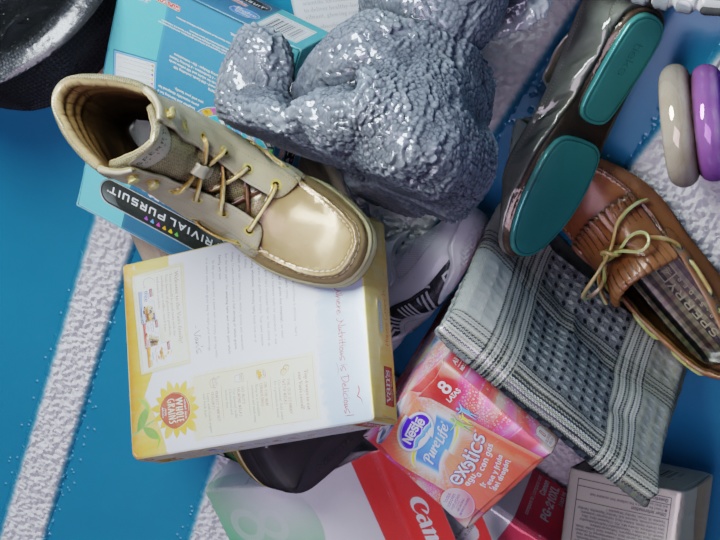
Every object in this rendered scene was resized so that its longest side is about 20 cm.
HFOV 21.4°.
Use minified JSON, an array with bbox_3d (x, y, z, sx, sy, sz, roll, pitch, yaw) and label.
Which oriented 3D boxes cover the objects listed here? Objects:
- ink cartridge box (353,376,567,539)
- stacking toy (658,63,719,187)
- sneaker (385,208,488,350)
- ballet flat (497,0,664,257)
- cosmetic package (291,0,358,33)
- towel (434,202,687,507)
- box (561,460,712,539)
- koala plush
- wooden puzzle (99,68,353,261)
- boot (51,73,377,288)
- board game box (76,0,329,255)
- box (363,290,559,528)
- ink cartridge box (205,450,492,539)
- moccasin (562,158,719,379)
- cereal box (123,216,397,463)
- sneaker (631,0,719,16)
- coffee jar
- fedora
[{"bbox_3d":[0.045,0.190,1.489,0.200,0.084,0.145,34,120,0],"label":"ink cartridge box"},{"bbox_3d":[0.304,-0.108,1.278,0.200,0.085,0.086,-6,112,13],"label":"stacking toy"},{"bbox_3d":[0.000,0.000,1.422,0.115,0.075,0.200,40,122,-5],"label":"sneaker"},{"bbox_3d":[0.141,-0.105,1.314,0.064,0.067,0.200,38,103,45],"label":"ballet flat"},{"bbox_3d":[0.010,-0.189,1.333,0.101,0.071,0.200,-3,113,21],"label":"cosmetic package"},{"bbox_3d":[0.150,0.049,1.326,0.192,0.200,0.035,39,121,-6],"label":"towel"},{"bbox_3d":[0.200,0.247,1.430,0.095,0.078,0.200,11,100,26],"label":"box"},{"bbox_3d":[0.038,-0.148,1.218,0.177,0.184,0.200,28,85,-29],"label":"koala plush"},{"bbox_3d":[-0.114,-0.094,1.426,0.200,0.037,0.185,-24,93,32],"label":"wooden puzzle"},{"bbox_3d":[-0.095,-0.060,1.235,0.200,0.155,0.073,34,93,24],"label":"boot"},{"bbox_3d":[-0.115,-0.106,1.363,0.151,0.047,0.200,28,123,19],"label":"board game box"},{"bbox_3d":[0.093,0.075,1.355,0.103,0.200,0.095,42,121,-2],"label":"box"},{"bbox_3d":[0.001,0.210,1.426,0.200,0.050,0.161,-5,121,32],"label":"ink cartridge box"},{"bbox_3d":[0.198,-0.002,1.352,0.074,0.078,0.201,-36,96,27],"label":"moccasin"},{"bbox_3d":[-0.072,0.050,1.316,0.200,0.040,0.144,-11,75,28],"label":"cereal box"},{"bbox_3d":[0.188,-0.240,1.252,0.200,0.075,0.116,13,115,13],"label":"sneaker"},{"bbox_3d":[-0.082,0.096,1.424,0.200,0.104,0.085,16,143,53],"label":"coffee jar"},{"bbox_3d":[-0.241,-0.182,1.394,0.200,0.201,0.092,-15,143,23],"label":"fedora"}]
